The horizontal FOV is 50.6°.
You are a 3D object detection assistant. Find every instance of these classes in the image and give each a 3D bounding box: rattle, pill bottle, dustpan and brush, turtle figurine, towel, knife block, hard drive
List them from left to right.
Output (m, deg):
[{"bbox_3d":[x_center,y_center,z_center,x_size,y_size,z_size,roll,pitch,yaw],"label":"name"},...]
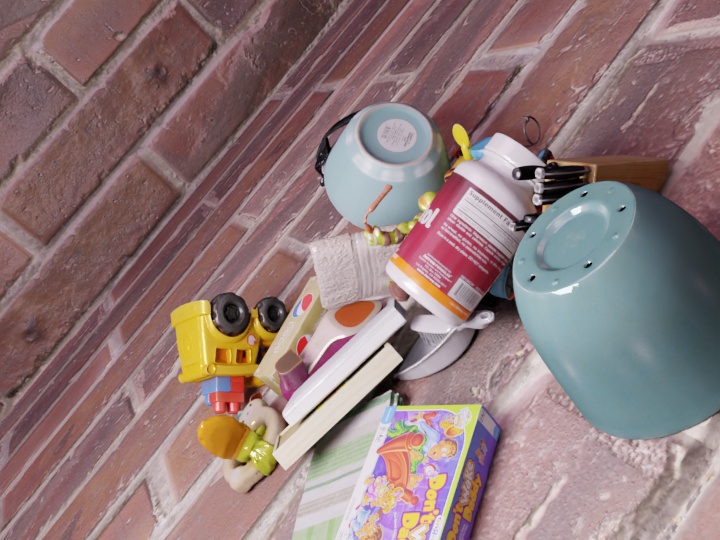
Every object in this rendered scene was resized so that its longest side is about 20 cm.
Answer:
[{"bbox_3d":[-0.197,0.227,1.152,0.131,0.141,0.201,-58,25,22],"label":"rattle"},{"bbox_3d":[-0.018,0.120,1.028,0.200,0.027,0.132,-43,1,4],"label":"hard drive"},{"bbox_3d":[-0.016,0.255,0.931,0.148,0.031,0.202,-32,31,39],"label":"towel"},{"bbox_3d":[0.000,0.000,1.065,0.130,0.201,0.035,-12,66,-2],"label":"towel"},{"bbox_3d":[0.090,-0.041,0.956,0.197,0.164,0.064,-22,47,-28],"label":"turtle figurine"},{"bbox_3d":[0.111,0.071,0.940,0.199,0.057,0.141,-4,49,58],"label":"dustpan and brush"},{"bbox_3d":[0.126,-0.047,0.863,0.201,0.112,0.113,-53,23,4],"label":"pill bottle"},{"bbox_3d":[0.240,-0.095,0.814,0.063,0.176,0.201,17,65,47],"label":"knife block"}]

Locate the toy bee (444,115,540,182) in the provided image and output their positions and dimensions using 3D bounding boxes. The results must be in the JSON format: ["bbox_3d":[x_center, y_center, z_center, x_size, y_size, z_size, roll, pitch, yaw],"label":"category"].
[{"bbox_3d":[0.172,-0.149,1.114,0.107,0.134,0.198,0,11,43],"label":"toy bee"}]

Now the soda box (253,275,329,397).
[{"bbox_3d":[-0.089,0.104,1.235,0.067,0.064,0.202,-12,42,53],"label":"soda box"}]

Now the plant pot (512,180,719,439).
[{"bbox_3d":[0.231,0.020,0.684,0.200,0.161,0.202,-38,25,22],"label":"plant pot"}]

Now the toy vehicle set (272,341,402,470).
[{"bbox_3d":[-0.032,0.170,0.998,0.200,0.027,0.124,-43,1,-3],"label":"toy vehicle set"}]

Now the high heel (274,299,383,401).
[{"bbox_3d":[-0.043,0.121,1.162,0.198,0.097,0.067,-32,51,-15],"label":"high heel"}]

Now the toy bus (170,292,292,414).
[{"bbox_3d":[-0.211,0.146,1.297,0.135,0.197,0.196,-23,69,45],"label":"toy bus"}]

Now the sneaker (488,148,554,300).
[{"bbox_3d":[0.182,-0.067,0.945,0.094,0.079,0.203,11,68,37],"label":"sneaker"}]

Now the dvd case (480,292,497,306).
[{"bbox_3d":[0.198,-0.049,1.026,0.201,0.018,0.142,-50,23,-4],"label":"dvd case"}]

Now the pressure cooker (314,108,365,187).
[{"bbox_3d":[0.025,-0.177,1.296,0.176,0.200,0.178,-47,24,-3],"label":"pressure cooker"}]

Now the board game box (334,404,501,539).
[{"bbox_3d":[0.054,0.236,0.782,0.133,0.045,0.202,-11,43,42],"label":"board game box"}]

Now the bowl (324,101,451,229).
[{"bbox_3d":[0.045,-0.165,1.112,0.203,0.198,0.106,-60,-12,-27],"label":"bowl"}]
